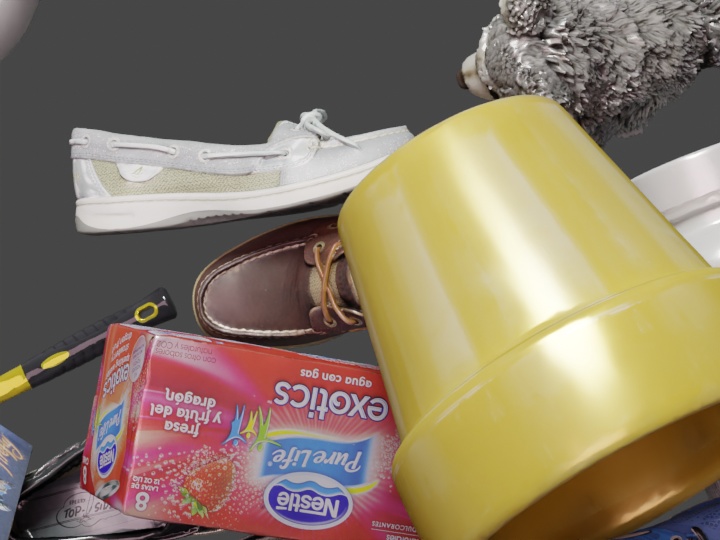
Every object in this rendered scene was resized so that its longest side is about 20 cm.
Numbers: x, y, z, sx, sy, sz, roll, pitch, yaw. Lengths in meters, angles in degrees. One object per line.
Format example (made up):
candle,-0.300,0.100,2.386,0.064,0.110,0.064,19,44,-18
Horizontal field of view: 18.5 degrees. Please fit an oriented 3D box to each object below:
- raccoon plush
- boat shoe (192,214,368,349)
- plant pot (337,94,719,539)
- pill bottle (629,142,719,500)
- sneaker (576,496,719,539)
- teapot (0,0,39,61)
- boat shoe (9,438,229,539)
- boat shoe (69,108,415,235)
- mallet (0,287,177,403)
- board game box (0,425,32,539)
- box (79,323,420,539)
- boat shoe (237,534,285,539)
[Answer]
raccoon plush,0.147,-0.136,1.178,0.200,0.134,0.097,-32,82,5
boat shoe,0.000,0.000,1.222,0.200,0.072,0.072,-8,86,7
plant pot,0.086,0.028,1.076,0.201,0.201,0.189,-31,70,5
pill bottle,0.211,0.034,1.172,0.112,0.112,0.200,-20,85,6
sneaker,0.137,0.165,1.085,0.200,0.089,0.079,-26,75,-2
teapot,-0.279,-0.188,1.232,0.200,0.146,0.197,-45,82,4
boat shoe,-0.111,0.115,1.233,0.199,0.066,0.075,-12,84,6
boat shoe,-0.065,-0.061,1.235,0.202,0.074,0.065,-8,90,14
mallet,-0.193,0.073,1.264,0.200,0.041,0.066,-20,85,2
board game box,-0.232,0.166,1.158,0.035,0.200,0.136,36,99,-11
box,-0.036,0.091,1.169,0.200,0.100,0.096,11,89,-21
boat shoe,-0.104,0.196,1.229,0.200,0.064,0.071,-31,84,5
